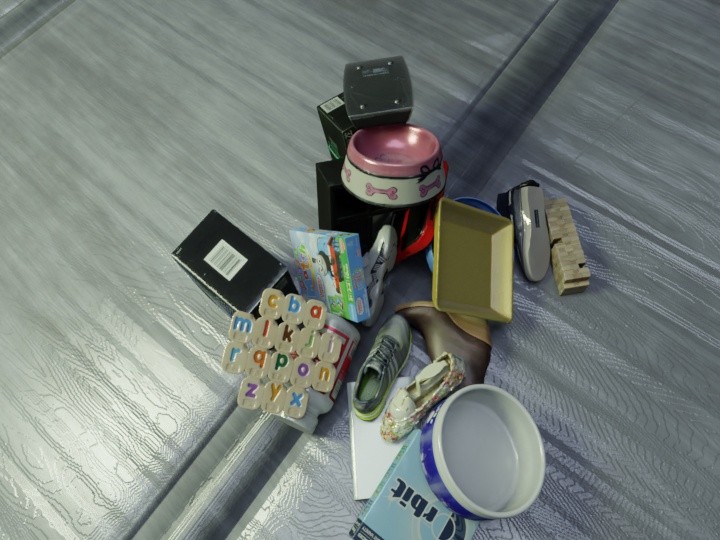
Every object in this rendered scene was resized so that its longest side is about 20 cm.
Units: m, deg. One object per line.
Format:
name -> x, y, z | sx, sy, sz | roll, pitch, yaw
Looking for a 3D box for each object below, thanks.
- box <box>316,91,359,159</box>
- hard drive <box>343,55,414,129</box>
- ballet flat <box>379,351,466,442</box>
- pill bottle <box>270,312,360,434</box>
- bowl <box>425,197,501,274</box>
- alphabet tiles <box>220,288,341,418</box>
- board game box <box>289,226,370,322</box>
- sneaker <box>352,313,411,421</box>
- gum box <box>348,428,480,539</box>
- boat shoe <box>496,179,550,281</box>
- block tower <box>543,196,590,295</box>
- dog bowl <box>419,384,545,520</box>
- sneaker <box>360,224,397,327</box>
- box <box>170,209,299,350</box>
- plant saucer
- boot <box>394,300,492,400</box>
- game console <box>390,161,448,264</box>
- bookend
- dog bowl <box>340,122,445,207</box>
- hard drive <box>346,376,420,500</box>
box -> 0.014, -0.271, 1.140 | 0.146, 0.202, 0.125 | -30, 49, -10
hard drive -> 0.034, -0.343, 1.027 | 0.131, 0.043, 0.203 | -7, 47, 3
ballet flat -> 0.101, 0.214, 0.943 | 0.199, 0.064, 0.076 | -42, 42, -6
pill bottle -> -0.084, 0.187, 0.986 | 0.110, 0.113, 0.203 | 19, 66, 13
bowl -> 0.218, -0.043, 1.073 | 0.196, 0.039, 0.206 | 4, 79, -21
alphabet tiles -> -0.130, 0.139, 0.902 | 0.196, 0.015, 0.201 | 15, 78, -20
board game box -> -0.061, 0.002, 1.005 | 0.036, 0.155, 0.198 | -18, 17, -32
sneaker -> 0.040, 0.170, 0.968 | 0.072, 0.081, 0.204 | 17, 71, 13
gum box -> 0.104, 0.401, 0.884 | 0.169, 0.045, 0.201 | 37, 70, 0
boat shoe -> 0.336, -0.079, 1.118 | 0.073, 0.092, 0.206 | 2, 85, -32
block tower -> 0.416, -0.056, 1.102 | 0.056, 0.054, 0.205 | -8, 64, -1
dog bowl -> 0.198, 0.297, 0.875 | 0.195, 0.079, 0.205 | 10, 60, -17
sneaker -> 0.000, 0.000, 1.057 | 0.112, 0.075, 0.205 | 18, 101, 18
box -> -0.225, 0.026, 1.024 | 0.198, 0.199, 0.124 | 36, 74, 19
plant saucer -> 0.204, -0.013, 0.999 | 0.196, 0.048, 0.206 | 11, 77, -32
boot -> 0.149, 0.153, 1.008 | 0.195, 0.073, 0.170 | 10, 64, 7
game console -> 0.111, -0.117, 1.098 | 0.030, 0.176, 0.204 | 23, 63, -17
bookend -> 0.015, -0.126, 1.093 | 0.194, 0.204, 0.093 | -13, 41, -17
dog bowl -> 0.061, -0.200, 0.968 | 0.194, 0.075, 0.203 | 0, 41, 0
hard drive -> 0.045, 0.301, 0.970 | 0.128, 0.026, 0.205 | -5, 63, 1
